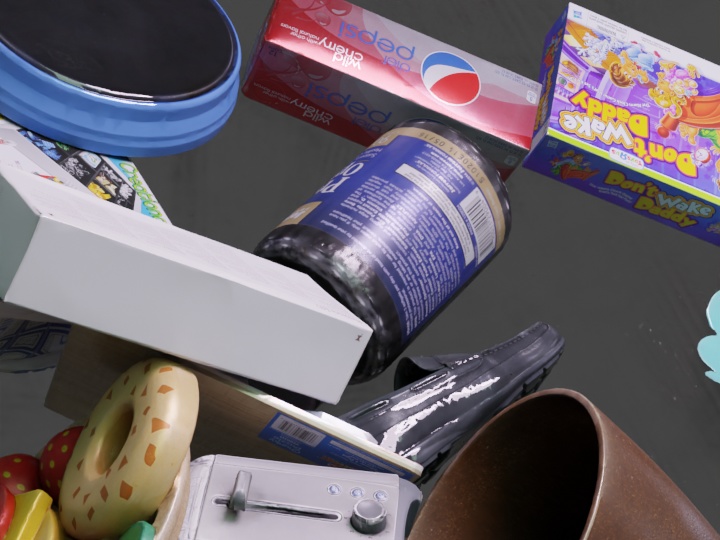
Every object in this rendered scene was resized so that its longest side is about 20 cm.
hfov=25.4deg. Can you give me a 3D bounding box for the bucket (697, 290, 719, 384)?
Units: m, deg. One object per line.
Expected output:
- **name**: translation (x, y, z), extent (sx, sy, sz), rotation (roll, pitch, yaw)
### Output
- **bucket**: translation (0.345, 0.029, 1.078), extent (0.135, 0.207, 0.208), rotation (34, 53, -12)

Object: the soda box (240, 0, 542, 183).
- **soda box**: translation (0.022, -0.126, 1.113), extent (0.199, 0.070, 0.064), rotation (21, 56, -10)

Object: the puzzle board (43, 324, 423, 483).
- **puzzle board**: translation (-0.076, 0.088, 0.893), extent (0.199, 0.151, 0.017), rotation (25, 62, -7)

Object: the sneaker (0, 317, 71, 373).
- **sneaker**: translation (-0.207, 0.018, 0.921), extent (0.200, 0.088, 0.075), rotation (-29, 73, -35)

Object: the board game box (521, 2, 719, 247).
- **board game box**: translation (0.229, -0.104, 1.202), extent (0.199, 0.045, 0.135), rotation (21, 55, -10)

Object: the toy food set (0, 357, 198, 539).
- **toy food set**: translation (-0.160, 0.141, 0.805), extent (0.049, 0.199, 0.199), rotation (43, 48, -28)

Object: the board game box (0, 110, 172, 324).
- **board game box**: translation (-0.177, -0.034, 0.927), extent (0.126, 0.035, 0.200), rotation (9, 27, -33)

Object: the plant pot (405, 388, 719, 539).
- **plant pot**: translation (0.149, 0.199, 0.919), extent (0.200, 0.187, 0.187), rotation (34, 52, -19)

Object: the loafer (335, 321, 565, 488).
- **loafer**: translation (0.053, 0.078, 1.004), extent (0.200, 0.068, 0.070), rotation (-31, 69, -37)

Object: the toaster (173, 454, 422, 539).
- **toaster**: translation (-0.049, 0.186, 0.839), extent (0.129, 0.201, 0.114), rotation (13, 38, -2)

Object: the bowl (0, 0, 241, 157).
- **bowl**: translation (-0.171, -0.154, 1.034), extent (0.200, 0.039, 0.201), rotation (17, 38, -14)

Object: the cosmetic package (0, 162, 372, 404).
- **cosmetic package**: translation (-0.097, 0.010, 0.817), extent (0.199, 0.051, 0.082), rotation (21, 8, -35)

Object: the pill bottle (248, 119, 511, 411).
- **pill bottle**: translation (0.000, 0.000, 1.003), extent (0.112, 0.112, 0.200), rotation (43, 54, 6)
